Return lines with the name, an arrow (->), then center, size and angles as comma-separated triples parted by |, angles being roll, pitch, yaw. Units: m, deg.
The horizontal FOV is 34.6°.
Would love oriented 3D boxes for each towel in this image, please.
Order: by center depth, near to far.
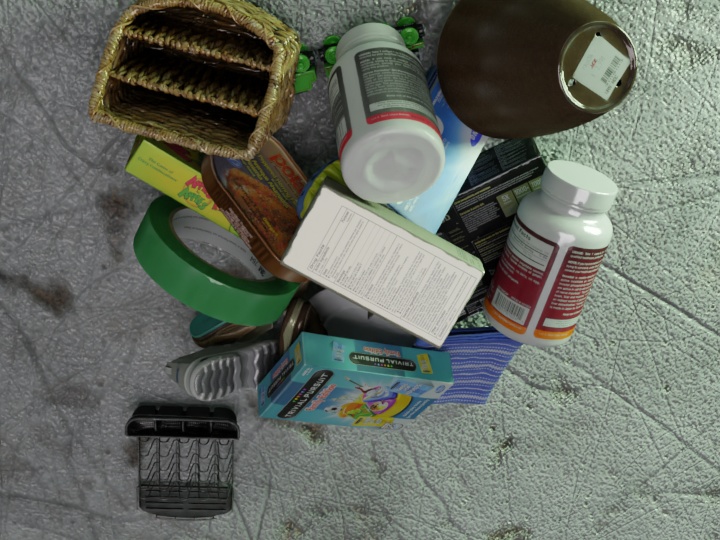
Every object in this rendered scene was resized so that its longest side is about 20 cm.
towel -> 0.123, 0.130, 1.503 | 0.145, 0.024, 0.200 | -1, 147, -14

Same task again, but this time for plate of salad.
plate of salad -> 0.024, 0.074, 1.500 | 0.200, 0.048, 0.200 | 11, 143, 9

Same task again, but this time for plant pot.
plant pot -> 0.208, -0.225, 1.255 | 0.187, 0.200, 0.187 | -5, 104, -19

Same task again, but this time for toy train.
toy train -> -0.018, -0.247, 1.356 | 0.200, 0.042, 0.056 | -13, 127, 4

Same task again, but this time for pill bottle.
pill bottle -> 0.023, -0.178, 1.261 | 0.111, 0.200, 0.111 | -5, 139, -5
pill bottle -> 0.224, -0.020, 1.346 | 0.113, 0.113, 0.200 | 13, 116, -9

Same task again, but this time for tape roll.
tape roll -> -0.169, -0.015, 1.378 | 0.200, 0.200, 0.048 | 24, 113, -14

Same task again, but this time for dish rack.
dish rack -> -0.245, 0.275, 1.609 | 0.153, 0.055, 0.200 | 3, 118, -3

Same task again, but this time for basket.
basket -> -0.177, -0.225, 1.273 | 0.200, 0.149, 0.143 | 17, 117, 7

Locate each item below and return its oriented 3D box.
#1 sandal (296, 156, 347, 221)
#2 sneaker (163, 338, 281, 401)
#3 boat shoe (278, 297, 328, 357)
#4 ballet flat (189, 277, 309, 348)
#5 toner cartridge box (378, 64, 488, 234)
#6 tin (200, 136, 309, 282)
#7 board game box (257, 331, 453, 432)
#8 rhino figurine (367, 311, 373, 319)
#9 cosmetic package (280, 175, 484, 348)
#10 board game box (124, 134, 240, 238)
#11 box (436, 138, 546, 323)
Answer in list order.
sandal -> -0.005, -0.113, 1.361 | 0.200, 0.087, 0.080 | -43, 108, -31
sneaker -> -0.163, 0.117, 1.487 | 0.082, 0.200, 0.075 | 17, 100, 36
boat shoe -> -0.055, 0.098, 1.469 | 0.075, 0.075, 0.202 | 14, 154, 8
ballet flat -> -0.127, 0.049, 1.496 | 0.200, 0.068, 0.072 | -34, 134, 14
toner cartridge box -> 0.082, -0.138, 1.343 | 0.095, 0.043, 0.200 | 39, 66, -23
tin -> -0.102, -0.076, 1.339 | 0.200, 0.112, 0.042 | 54, 143, 1
board game box -> -0.008, 0.143, 1.441 | 0.200, 0.047, 0.151 | 9, 146, -24
rhino figurine -> 0.000, 0.000, 1.386 | 0.087, 0.200, 0.060 | -8, 125, -33
cosmetic package -> 0.024, -0.010, 1.266 | 0.200, 0.071, 0.105 | 30, 101, -6
board game box -> -0.178, -0.105, 1.385 | 0.200, 0.102, 0.048 | 31, 113, -17
box -> 0.157, -0.050, 1.439 | 0.200, 0.086, 0.164 | -26, 116, 10
